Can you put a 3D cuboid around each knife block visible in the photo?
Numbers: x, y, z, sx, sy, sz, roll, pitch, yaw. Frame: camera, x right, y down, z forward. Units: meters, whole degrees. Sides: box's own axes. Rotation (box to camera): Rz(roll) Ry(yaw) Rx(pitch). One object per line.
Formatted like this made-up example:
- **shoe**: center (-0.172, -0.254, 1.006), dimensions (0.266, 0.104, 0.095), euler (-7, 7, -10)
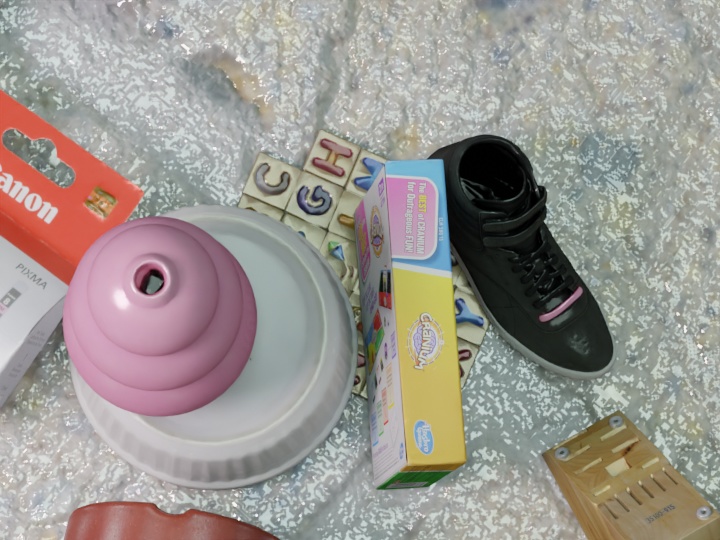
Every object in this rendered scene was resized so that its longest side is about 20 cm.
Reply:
- **knife block**: center (0.214, 0.217, 1.635), dimensions (0.064, 0.176, 0.200), euler (-27, 38, -12)

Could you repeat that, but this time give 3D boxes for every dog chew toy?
- **dog chew toy**: center (-0.125, 0.022, 1.455), dimensions (0.124, 0.200, 0.125), euler (1, 80, -3)

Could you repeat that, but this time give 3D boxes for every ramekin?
- **ramekin**: center (-0.101, 0.046, 1.601), dimensions (0.201, 0.094, 0.203), euler (0, 80, -2)

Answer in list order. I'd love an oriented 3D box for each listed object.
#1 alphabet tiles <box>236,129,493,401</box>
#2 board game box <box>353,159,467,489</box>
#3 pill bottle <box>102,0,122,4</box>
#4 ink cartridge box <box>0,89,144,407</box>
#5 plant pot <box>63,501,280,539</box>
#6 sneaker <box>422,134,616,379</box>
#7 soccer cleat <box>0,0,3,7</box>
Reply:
- **alphabet tiles**: center (0.000, 0.000, 1.672), dimensions (0.199, 0.006, 0.167), euler (24, 78, -1)
- **board game box**: center (0.032, 0.040, 1.588), dimensions (0.040, 0.153, 0.201), euler (-3, 80, -8)
- **pill bottle**: center (-0.218, -0.280, 1.618), dimensions (0.200, 0.116, 0.116), euler (39, 76, -25)
- **ink cartridge box**: center (-0.269, -0.016, 1.592), dimensions (0.162, 0.057, 0.200), euler (35, 93, 13)
- **plant pot**: center (-0.132, 0.262, 1.522), dimensions (0.200, 0.201, 0.196), euler (11, 69, -4)
- **sneaker**: center (0.113, -0.010, 1.634), dimensions (0.071, 0.099, 0.200), euler (-36, 86, -14)
- **soccer cleat**: center (-0.293, -0.223, 1.660), dimensions (0.086, 0.070, 0.201), euler (10, 74, -28)
